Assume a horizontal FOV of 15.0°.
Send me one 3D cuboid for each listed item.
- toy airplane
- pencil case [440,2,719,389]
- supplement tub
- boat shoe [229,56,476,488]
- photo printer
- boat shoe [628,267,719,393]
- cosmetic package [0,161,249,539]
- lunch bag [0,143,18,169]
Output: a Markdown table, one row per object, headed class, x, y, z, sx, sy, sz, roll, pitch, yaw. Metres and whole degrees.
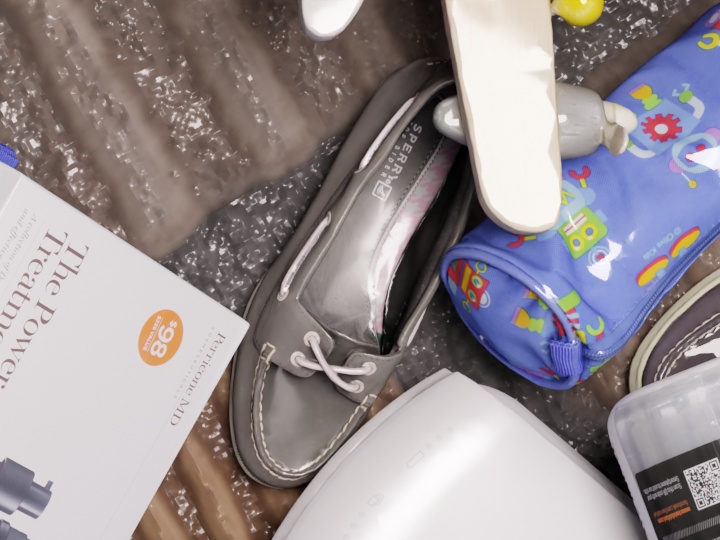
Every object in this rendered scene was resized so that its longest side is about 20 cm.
| class | x | y | z | sx | sy | sz | roll | pitch | yaw |
| --- | --- | --- | --- | --- | --- | --- | --- | --- | --- |
| toy airplane | 0.063 | -0.143 | 1.118 | 0.199 | 0.141 | 0.200 | 40 | 95 | 12 |
| pencil case | 0.128 | -0.036 | 1.168 | 0.200 | 0.087 | 0.078 | -42 | 144 | -19 |
| supplement tub | 0.189 | 0.128 | 1.119 | 0.122 | 0.123 | 0.200 | -18 | 82 | -13 |
| boat shoe | 0.000 | 0.000 | 1.163 | 0.067 | 0.057 | 0.200 | 25 | 85 | -15 |
| photo printer | 0.056 | 0.153 | 1.172 | 0.200 | 0.069 | 0.166 | 41 | 82 | -13 |
| boat shoe | 0.214 | 0.019 | 1.214 | 0.200 | 0.065 | 0.072 | -23 | 98 | -12 |
| cosmetic package | -0.150 | 0.072 | 1.095 | 0.151 | 0.052 | 0.200 | 35 | 81 | -48 |
| lunch bag | -0.254 | -0.015 | 1.072 | 0.200 | 0.127 | 0.170 | 29 | 85 | -26 |
